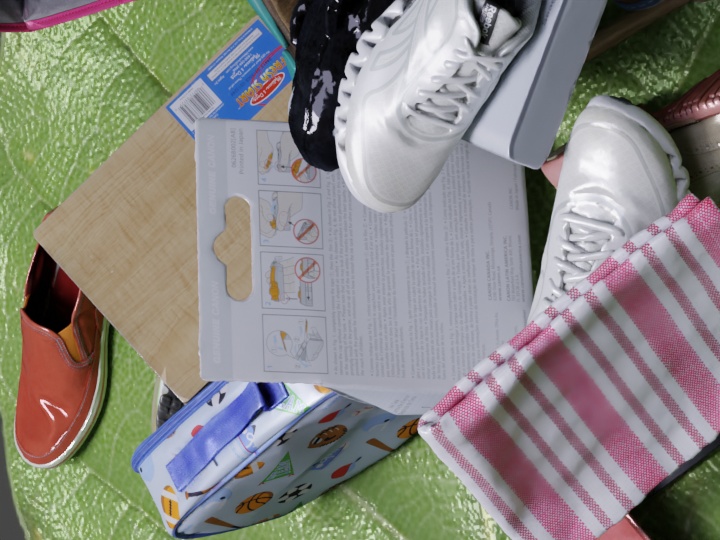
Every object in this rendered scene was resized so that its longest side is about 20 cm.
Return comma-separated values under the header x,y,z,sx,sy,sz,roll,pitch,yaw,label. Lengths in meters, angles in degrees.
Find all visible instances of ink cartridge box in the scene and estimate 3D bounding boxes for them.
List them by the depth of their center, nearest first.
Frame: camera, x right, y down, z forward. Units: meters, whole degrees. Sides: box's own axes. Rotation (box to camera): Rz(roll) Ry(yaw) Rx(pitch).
x,y,z,sx,sy,sz,roll,pitch,yaw,label
0.000,0.000,1.606,0.050,0.199,0.163,124,146,-66,ink cartridge box

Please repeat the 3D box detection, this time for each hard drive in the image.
x,y,z,sx,sy,sz,roll,pitch,yaw,label
0.077,-0.137,1.580,0.133,0.027,0.200,-70,22,4,hard drive

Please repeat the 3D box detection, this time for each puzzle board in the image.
x,y,z,sx,sy,sz,roll,pitch,yaw,label
-0.084,-0.038,1.741,0.200,0.017,0.151,-44,74,1,puzzle board

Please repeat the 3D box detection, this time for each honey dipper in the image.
x,y,z,sx,sy,sz,roll,pitch,yaw,label
0.126,-0.124,1.611,0.200,0.038,0.038,-28,75,37,honey dipper

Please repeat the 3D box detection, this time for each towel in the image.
x,y,z,sx,sy,sz,roll,pitch,yaw,label
0.140,0.064,1.497,0.200,0.146,0.030,-40,40,4,towel

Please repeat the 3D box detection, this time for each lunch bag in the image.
x,y,z,sx,sy,sz,roll,pitch,yaw,label
-0.037,0.083,1.688,0.200,0.160,0.076,-44,66,35,lunch bag

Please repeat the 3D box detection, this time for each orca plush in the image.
x,y,z,sx,sy,sz,roll,pitch,yaw,label
0.015,-0.152,1.559,0.105,0.071,0.200,43,95,21,orca plush

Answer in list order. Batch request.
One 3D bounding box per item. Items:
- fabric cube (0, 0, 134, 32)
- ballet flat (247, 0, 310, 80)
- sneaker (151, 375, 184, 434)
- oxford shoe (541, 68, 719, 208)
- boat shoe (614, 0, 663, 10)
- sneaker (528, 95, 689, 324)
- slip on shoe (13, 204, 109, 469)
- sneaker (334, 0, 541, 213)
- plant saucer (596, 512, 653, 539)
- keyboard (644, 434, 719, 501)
x,y,z,sx,sy,sz,roll,pitch,yaw,label
-0.235,-0.270,1.812,0.199,0.196,0.201,-11,85,42,fabric cube
-0.023,-0.145,1.656,0.200,0.072,0.068,62,176,-34,ballet flat
-0.100,0.023,1.802,0.088,0.077,0.201,3,79,61,sneaker
0.194,-0.066,1.547,0.199,0.071,0.074,-21,100,43,oxford shoe
0.133,-0.244,1.559,0.072,0.072,0.201,-14,79,40,boat shoe
0.129,0.004,1.525,0.075,0.081,0.201,20,123,30,sneaker
-0.205,0.041,1.900,0.074,0.061,0.201,29,113,34,slip on shoe
0.048,-0.119,1.512,0.081,0.075,0.201,45,115,56,sneaker
0.149,0.251,1.616,0.200,0.037,0.200,49,123,24,plant saucer
0.137,0.076,1.628,0.200,0.021,0.128,-41,67,35,keyboard
